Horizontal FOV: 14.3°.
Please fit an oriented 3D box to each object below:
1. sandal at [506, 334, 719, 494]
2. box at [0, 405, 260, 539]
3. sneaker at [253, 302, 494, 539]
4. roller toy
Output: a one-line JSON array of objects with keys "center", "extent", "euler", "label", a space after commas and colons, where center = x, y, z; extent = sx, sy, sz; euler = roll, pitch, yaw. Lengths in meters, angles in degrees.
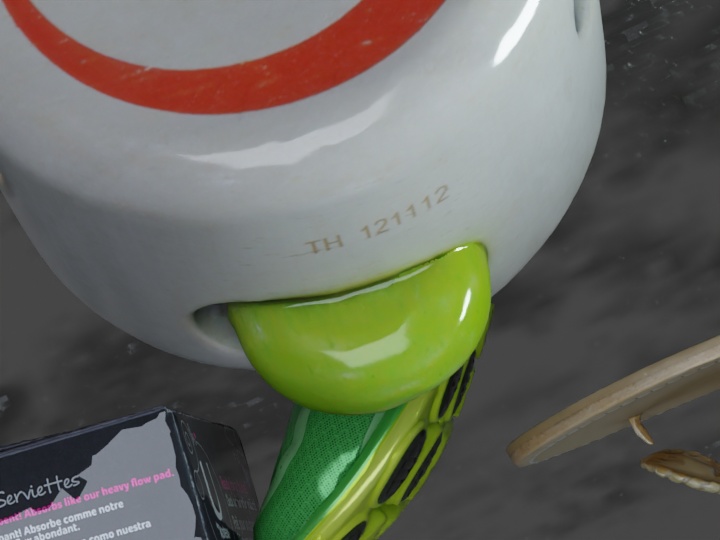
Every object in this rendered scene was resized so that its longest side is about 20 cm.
[{"center": [0.154, 0.040, 0.868], "extent": [0.211, 0.078, 0.070], "euler": [-24, 79, -1], "label": "sandal"}, {"center": [-0.126, 0.121, 0.864], "extent": [0.200, 0.132, 0.115], "euler": [-15, 83, 4], "label": "box"}, {"center": [0.000, 0.000, 0.889], "extent": [0.083, 0.074, 0.200], "euler": [14, 78, 10], "label": "sneaker"}, {"center": [-0.028, -0.078, 0.802], "extent": [0.200, 0.140, 0.183], "euler": [27, 72, 20], "label": "roller toy"}]
